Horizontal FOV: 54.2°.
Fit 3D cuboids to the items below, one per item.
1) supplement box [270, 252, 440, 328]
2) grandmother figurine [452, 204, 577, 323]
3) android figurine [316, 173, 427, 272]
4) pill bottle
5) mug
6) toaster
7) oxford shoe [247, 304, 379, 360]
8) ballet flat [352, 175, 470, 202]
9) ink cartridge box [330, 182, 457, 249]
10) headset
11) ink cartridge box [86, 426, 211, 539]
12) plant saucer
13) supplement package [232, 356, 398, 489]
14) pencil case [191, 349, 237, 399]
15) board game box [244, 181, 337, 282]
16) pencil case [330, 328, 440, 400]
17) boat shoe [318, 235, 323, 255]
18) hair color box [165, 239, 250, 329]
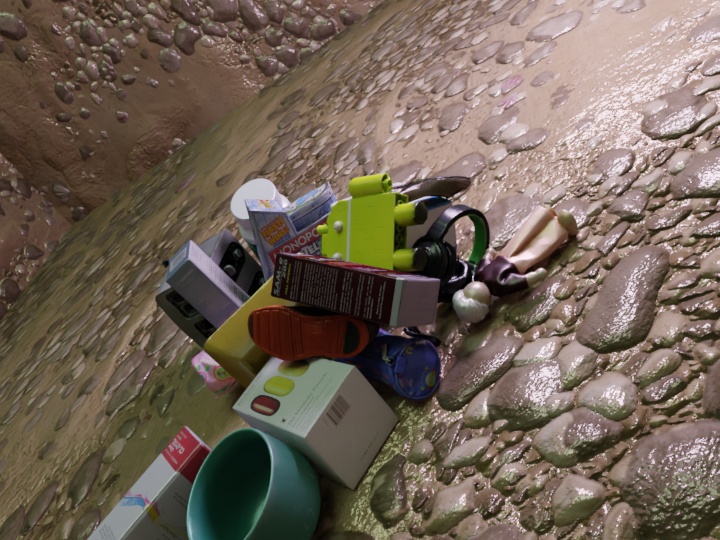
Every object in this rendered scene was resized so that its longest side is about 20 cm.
[{"bbox_3d":[-0.007,0.023,0.911,0.195,0.108,0.063,11,94,31],"label":"supplement box"},{"bbox_3d":[0.201,-0.007,0.960,0.199,0.061,0.121,-43,19,-10],"label":"grandmother figurine"},{"bbox_3d":[0.009,-0.042,1.004,0.196,0.040,0.188,-1,84,42],"label":"android figurine"},{"bbox_3d":[-0.167,-0.075,1.361,0.110,0.202,0.116,-11,52,15],"label":"pill bottle"},{"bbox_3d":[-0.130,0.299,0.857,0.187,0.114,0.152,-53,38,1],"label":"mug"},{"bbox_3d":[-0.290,0.043,1.391,0.196,0.182,0.120,-24,31,26],"label":"toaster"},{"bbox_3d":[-0.066,0.082,0.956,0.195,0.074,0.072,5,9,29],"label":"oxford shoe"},{"bbox_3d":[0.081,-0.113,1.085,0.194,0.048,0.067,-12,-1,-16],"label":"ballet flat"},{"bbox_3d":[0.051,-0.077,1.179,0.142,0.087,0.199,-19,20,-17],"label":"ink cartridge box"},{"bbox_3d":[0.124,0.008,0.986,0.093,0.123,0.203,28,83,44],"label":"headset"},{"bbox_3d":[-0.243,0.337,0.925,0.201,0.147,0.082,-48,29,-17],"label":"ink cartridge box"},{"bbox_3d":[-0.109,0.107,1.068,0.200,0.201,0.048,-45,48,-8],"label":"plant saucer"},{"bbox_3d":[-0.066,0.193,0.949,0.198,0.110,0.115,1,47,53],"label":"supplement package"},{"bbox_3d":[-0.190,0.126,1.192,0.198,0.088,0.088,-39,26,5],"label":"pencil case"},{"bbox_3d":[-0.115,-0.060,1.260,0.197,0.203,0.062,-31,29,-6],"label":"board game box"},{"bbox_3d":[0.028,0.117,0.970,0.198,0.085,0.080,12,80,59],"label":"pencil case"},{"bbox_3d":[-0.012,0.006,1.079,0.200,0.061,0.074,48,126,32],"label":"boat shoe"},{"bbox_3d":[-0.253,0.049,1.252,0.060,0.200,0.099,-41,23,6],"label":"hair color box"}]
